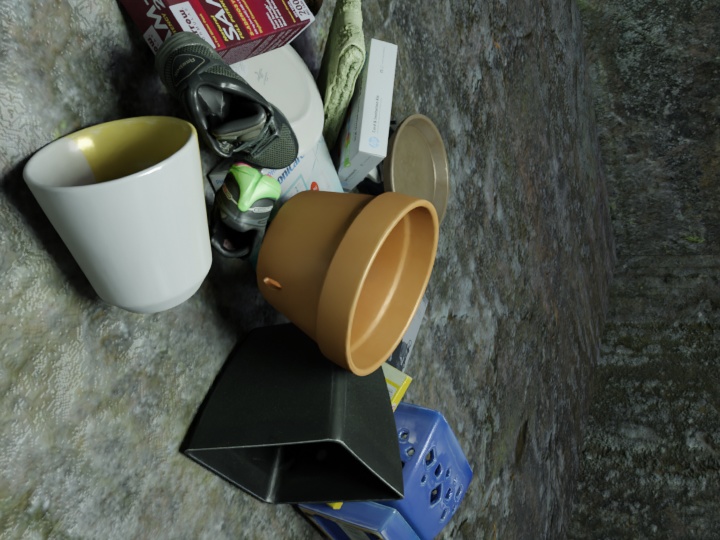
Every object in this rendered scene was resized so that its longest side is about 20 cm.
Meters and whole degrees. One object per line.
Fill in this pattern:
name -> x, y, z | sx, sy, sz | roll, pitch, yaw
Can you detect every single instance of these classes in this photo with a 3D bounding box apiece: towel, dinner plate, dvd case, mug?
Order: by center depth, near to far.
mug -> -0.196, -0.053, 0.662 | 0.186, 0.149, 0.153 | -35, 131, -34
dinner plate -> -0.119, -0.225, 0.826 | 0.200, 0.024, 0.201 | 20, 55, -33
towel -> -0.031, -0.263, 0.936 | 0.200, 0.036, 0.149 | 112, -19, -53
dvd case -> 0.064, 0.088, 1.252 | 0.150, 0.025, 0.200 | 61, 40, -42

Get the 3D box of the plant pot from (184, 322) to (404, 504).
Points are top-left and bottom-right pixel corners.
plant pot -> -0.064, 0.170, 0.869 | 0.200, 0.200, 0.178 | 53, 36, -47

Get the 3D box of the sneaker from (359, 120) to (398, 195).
sneaker -> 0.051, -0.178, 1.166 | 0.199, 0.079, 0.130 | 34, 69, -45

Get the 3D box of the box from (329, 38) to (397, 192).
box -> -0.008, -0.199, 0.966 | 0.041, 0.200, 0.156 | 10, 77, -17

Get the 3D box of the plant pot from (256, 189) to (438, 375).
plant pot -> -0.020, -0.002, 0.773 | 0.200, 0.140, 0.200 | -48, 150, -40

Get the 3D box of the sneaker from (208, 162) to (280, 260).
sneaker -> -0.140, -0.051, 0.770 | 0.084, 0.077, 0.200 | -64, -177, -17

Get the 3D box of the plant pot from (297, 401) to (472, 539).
plant pot -> 0.028, 0.311, 1.027 | 0.180, 0.200, 0.200 | -61, 141, -31

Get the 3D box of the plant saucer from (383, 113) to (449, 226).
plant saucer -> 0.090, -0.152, 1.135 | 0.200, 0.029, 0.201 | -4, 94, -57

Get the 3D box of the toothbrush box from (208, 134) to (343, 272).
toothbrush box -> -0.091, -0.081, 0.910 | 0.147, 0.085, 0.200 | -58, 137, -44

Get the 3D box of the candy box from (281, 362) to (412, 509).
candy box -> -0.020, 0.210, 0.956 | 0.200, 0.102, 0.026 | -60, 147, -5

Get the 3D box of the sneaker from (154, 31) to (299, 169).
sneaker -> -0.115, -0.140, 0.701 | 0.114, 0.076, 0.199 | 56, 6, 34

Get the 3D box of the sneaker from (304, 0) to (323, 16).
sneaker -> -0.097, -0.434, 0.904 | 0.200, 0.067, 0.090 | 46, 57, -48

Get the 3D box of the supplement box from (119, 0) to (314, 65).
supplement box -> -0.151, -0.288, 0.766 | 0.109, 0.061, 0.200 | 57, 44, -8
